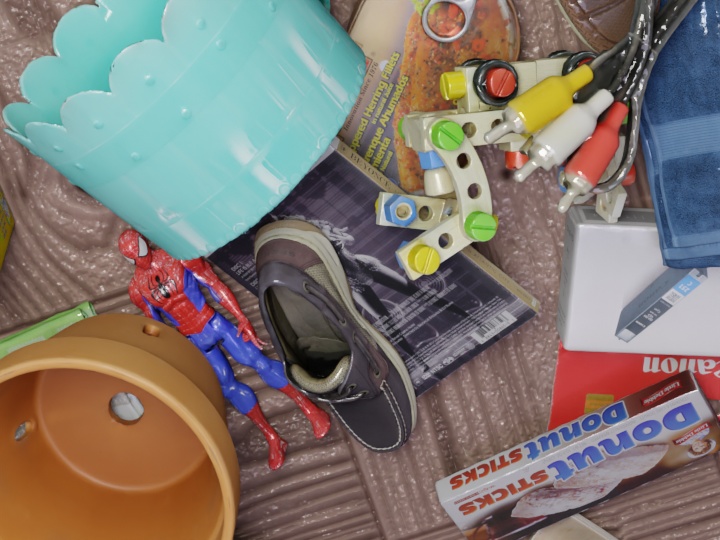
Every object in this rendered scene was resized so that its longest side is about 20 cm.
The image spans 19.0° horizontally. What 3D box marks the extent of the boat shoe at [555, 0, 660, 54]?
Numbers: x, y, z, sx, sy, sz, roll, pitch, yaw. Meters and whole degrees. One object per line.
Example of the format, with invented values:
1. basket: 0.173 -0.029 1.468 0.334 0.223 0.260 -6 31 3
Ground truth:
1. boat shoe: 0.135 -0.235 1.350 0.074 0.075 0.204 -18 103 -4

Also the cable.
1. cable: 0.167 -0.123 1.314 0.097 0.050 0.200 42 91 -21

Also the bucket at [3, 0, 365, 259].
1. bucket: -0.104 -0.117 1.319 0.207 0.208 0.135 -42 113 14

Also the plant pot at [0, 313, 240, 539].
1. plant pot: -0.168 0.120 1.414 0.198 0.140 0.202 3 113 7

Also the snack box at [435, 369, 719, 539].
1. snack box: 0.156 0.137 1.518 0.199 0.024 0.072 -25 132 12

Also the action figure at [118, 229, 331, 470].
1. action figure: -0.100 0.048 1.475 0.065 0.052 0.200 -34 108 16

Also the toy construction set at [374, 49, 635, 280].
1. toy construction set: 0.103 -0.072 1.375 0.199 0.092 0.132 -10 100 -33

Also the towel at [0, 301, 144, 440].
1. towel: -0.209 0.135 1.514 0.148 0.031 0.201 -25 112 7

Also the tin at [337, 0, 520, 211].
1. tin: 0.029 -0.117 1.417 0.111 0.042 0.201 20 111 -15

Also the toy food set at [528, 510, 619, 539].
1. toy food set: 0.161 0.291 1.534 0.143 0.060 0.201 33 67 -16

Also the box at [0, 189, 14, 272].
1. box: -0.353 -0.062 1.375 0.199 0.122 0.194 -19 111 5

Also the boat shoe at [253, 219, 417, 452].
1. boat shoe: -0.022 0.057 1.446 0.071 0.065 0.201 -7 129 24

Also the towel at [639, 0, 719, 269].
1. towel: 0.228 -0.103 1.381 0.111 0.048 0.202 -5 101 37

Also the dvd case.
1. dvd case: 0.000 0.000 1.443 0.200 0.016 0.148 38 133 -17

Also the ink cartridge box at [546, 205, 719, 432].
1. ink cartridge box: 0.236 0.047 1.492 0.198 0.045 0.178 2 112 -4
